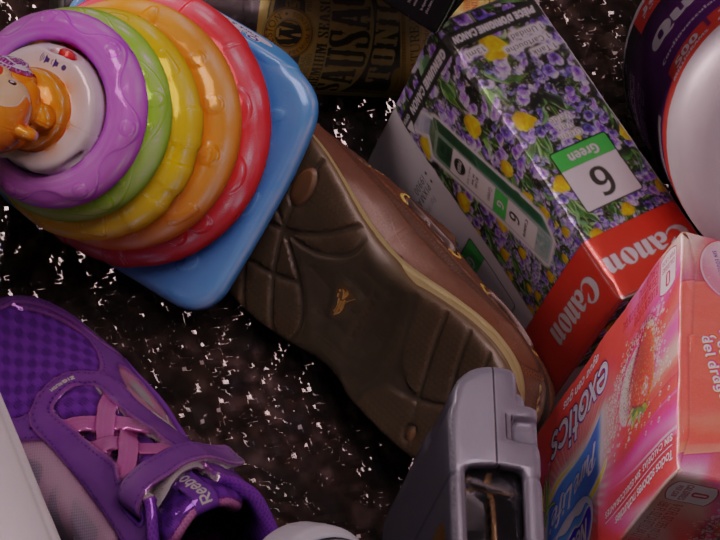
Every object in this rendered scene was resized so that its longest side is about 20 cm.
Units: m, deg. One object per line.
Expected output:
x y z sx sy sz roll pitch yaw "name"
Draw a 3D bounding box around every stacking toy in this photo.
-0.104 -0.055 0.872 0.116 0.200 0.110 30 98 15 "stacking toy"

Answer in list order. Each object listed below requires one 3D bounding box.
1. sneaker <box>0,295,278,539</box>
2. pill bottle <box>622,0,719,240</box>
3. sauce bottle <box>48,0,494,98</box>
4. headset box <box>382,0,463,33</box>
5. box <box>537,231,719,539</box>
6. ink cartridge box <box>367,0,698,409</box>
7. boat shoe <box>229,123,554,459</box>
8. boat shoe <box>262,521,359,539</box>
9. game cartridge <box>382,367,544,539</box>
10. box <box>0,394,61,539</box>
-0.078 0.082 0.878 0.080 0.089 0.200 -28 71 -27 "sneaker"
0.167 -0.073 0.980 0.112 0.113 0.200 17 15 -7 "pill bottle"
-0.030 -0.105 1.015 0.199 0.066 0.066 0 61 -15 "sauce bottle"
-0.006 -0.215 0.971 0.199 0.093 0.174 32 39 5 "headset box"
0.124 0.085 0.870 0.102 0.200 0.095 13 57 -11 "box"
0.084 0.002 0.960 0.050 0.109 0.201 -23 70 -27 "ink cartridge box"
0.001 0.000 0.968 0.200 0.072 0.067 47 23 22 "boat shoe"
-0.006 0.186 0.804 0.072 0.071 0.202 1 90 -36 "boat shoe"
0.034 0.152 0.844 0.041 0.133 0.201 7 59 -13 "game cartridge"
-0.210 0.113 0.780 0.199 0.152 0.107 -16 66 -24 "box"
